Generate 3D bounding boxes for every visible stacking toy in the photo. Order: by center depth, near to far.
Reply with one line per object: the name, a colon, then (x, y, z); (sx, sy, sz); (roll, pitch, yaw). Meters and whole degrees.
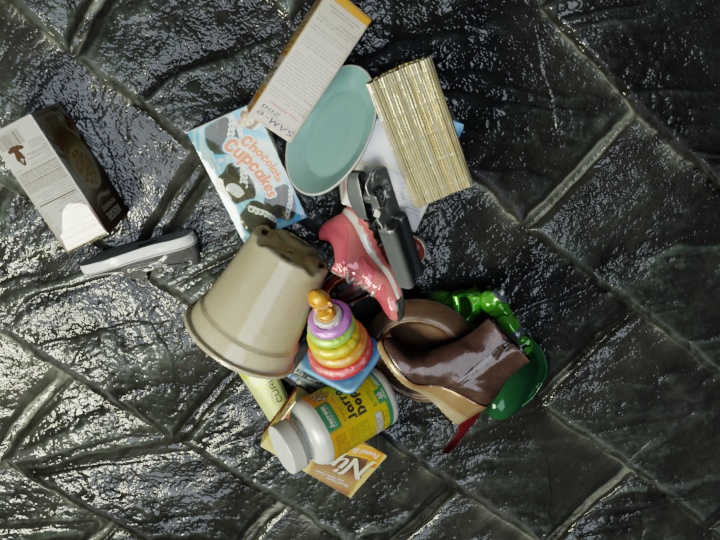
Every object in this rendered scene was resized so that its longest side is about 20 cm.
stacking toy: (-0.045, 0.088, 1.025); (0.116, 0.110, 0.200); (22, 150, 28)

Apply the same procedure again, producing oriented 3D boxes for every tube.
tube: (-0.167, 0.225, 1.214); (0.058, 0.052, 0.201); (-35, 111, -28)

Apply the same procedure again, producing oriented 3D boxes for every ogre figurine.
ogre figurine: (0.188, 0.089, 1.130); (0.098, 0.200, 0.121); (-18, 104, -37)

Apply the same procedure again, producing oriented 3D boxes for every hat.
hat: (0.253, 0.232, 1.153); (0.165, 0.176, 0.200); (32, 108, -13)

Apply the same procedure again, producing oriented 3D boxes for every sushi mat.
sushi mat: (0.086, -0.188, 0.920); (0.095, 0.012, 0.201); (-24, 118, 2)

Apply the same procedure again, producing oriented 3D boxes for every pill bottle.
pill bottle: (-0.045, 0.246, 1.089); (0.199, 0.113, 0.113); (-24, 115, -27)

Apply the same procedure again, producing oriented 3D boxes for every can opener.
can opener: (0.036, -0.063, 0.969); (0.067, 0.053, 0.201); (9, 135, 35)

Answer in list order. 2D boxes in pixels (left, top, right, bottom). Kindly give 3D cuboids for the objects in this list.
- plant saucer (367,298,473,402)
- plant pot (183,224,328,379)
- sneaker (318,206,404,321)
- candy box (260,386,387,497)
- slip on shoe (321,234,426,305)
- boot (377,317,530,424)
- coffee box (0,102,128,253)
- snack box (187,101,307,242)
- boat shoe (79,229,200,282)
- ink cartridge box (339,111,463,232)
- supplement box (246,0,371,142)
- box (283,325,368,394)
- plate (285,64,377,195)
plant saucer: (0.101, 0.144, 1.112); (0.199, 0.035, 0.201); (6, 116, 12)
plant pot: (-0.150, 0.038, 1.055); (0.200, 0.201, 0.184); (28, 109, -12)
sneaker: (0.000, 0.000, 1.053); (0.086, 0.074, 0.201); (-27, 82, -8)
candy box: (-0.065, 0.310, 1.191); (0.200, 0.055, 0.116); (33, 108, -14)
slip on shoe: (0.024, 0.006, 1.120); (0.199, 0.061, 0.074); (-27, 109, 8)
boot: (0.145, 0.131, 1.049); (0.200, 0.072, 0.166); (40, 106, -4)
coffee box: (-0.457, -0.144, 1.020); (0.079, 0.114, 0.201); (-24, 112, 8)
snack box: (-0.177, -0.155, 1.061); (0.116, 0.037, 0.201); (-22, 111, 7)
boat shoe: (-0.362, -0.012, 1.105); (0.199, 0.070, 0.067); (-16, 111, -3)
ink cartridge box: (0.051, -0.164, 1.013); (0.125, 0.129, 0.201); (20, 110, -11)
supplement box: (-0.079, -0.290, 0.943); (0.073, 0.126, 0.200); (32, 98, -19)
box: (-0.028, 0.173, 1.193); (0.200, 0.050, 0.158); (38, 106, -15)
plate: (-0.040, -0.204, 0.977); (0.026, 0.200, 0.201); (18, 115, -42)
